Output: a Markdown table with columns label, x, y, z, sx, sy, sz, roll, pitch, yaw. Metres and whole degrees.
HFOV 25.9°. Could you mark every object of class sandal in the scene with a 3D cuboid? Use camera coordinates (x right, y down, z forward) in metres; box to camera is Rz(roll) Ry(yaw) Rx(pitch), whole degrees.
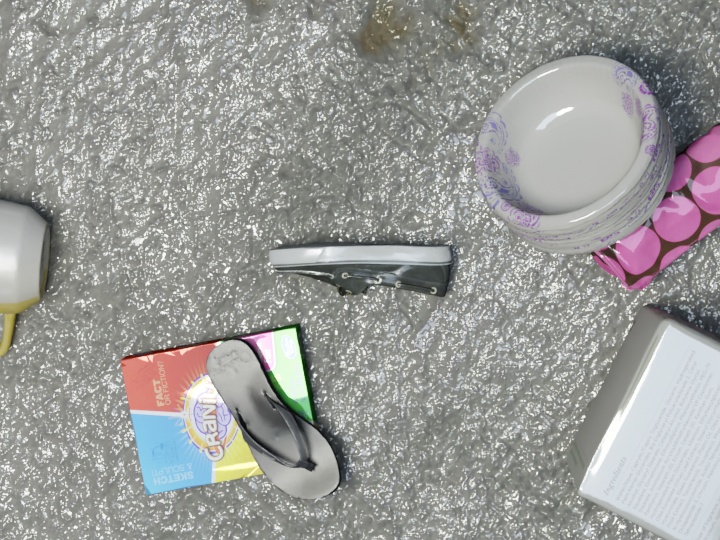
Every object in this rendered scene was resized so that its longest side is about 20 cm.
| label | x | y | z | sx | sy | sz | roll | pitch | yaw |
| --- | --- | --- | --- | --- | --- | --- | --- | --- | --- |
| sandal | -0.098 | 0.165 | 1.663 | 0.076 | 0.043 | 0.201 | -39 | 90 | 5 |

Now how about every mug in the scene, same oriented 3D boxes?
| label | x | y | z | sx | sy | sz | roll | pitch | yaw |
| --- | --- | --- | --- | --- | --- | --- | --- | --- | --- |
| mug | -0.416 | -0.008 | 1.687 | 0.151 | 0.187 | 0.151 | 5 | 61 | -5 |

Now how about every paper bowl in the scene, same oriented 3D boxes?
| label | x | y | z | sx | sy | sz | roll | pitch | yaw |
| --- | --- | --- | --- | --- | --- | --- | --- | --- | --- |
| paper bowl | 0.226 | -0.111 | 1.608 | 0.199 | 0.104 | 0.203 | -15 | 57 | 25 |

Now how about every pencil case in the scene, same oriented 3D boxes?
| label | x | y | z | sx | sy | sz | roll | pitch | yaw |
| --- | --- | --- | --- | --- | --- | --- | --- | --- | --- |
| pencil case | 0.333 | -0.062 | 1.641 | 0.199 | 0.091 | 0.094 | -38 | 95 | 8 |

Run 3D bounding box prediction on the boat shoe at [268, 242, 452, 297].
| label | x | y | z | sx | sy | sz | roll | pitch | yaw |
| --- | --- | --- | --- | --- | --- | --- | --- | --- | --- |
| boat shoe | 0.000 | 0.000 | 1.676 | 0.197 | 0.069 | 0.057 | 0 | 94 | 2 |

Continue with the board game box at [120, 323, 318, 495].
| label | x | y | z | sx | sy | sz | roll | pitch | yaw |
| --- | --- | --- | --- | --- | --- | --- | --- | --- | --- |
| board game box | -0.150 | 0.152 | 1.708 | 0.198 | 0.040 | 0.155 | -11 | 93 | 4 |

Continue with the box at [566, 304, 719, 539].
| label | x | y | z | sx | sy | sz | roll | pitch | yaw |
| --- | --- | --- | --- | --- | --- | --- | --- | --- | --- |
| box | 0.330 | 0.162 | 1.596 | 0.170 | 0.199 | 0.202 | 27 | 95 | 2 |
